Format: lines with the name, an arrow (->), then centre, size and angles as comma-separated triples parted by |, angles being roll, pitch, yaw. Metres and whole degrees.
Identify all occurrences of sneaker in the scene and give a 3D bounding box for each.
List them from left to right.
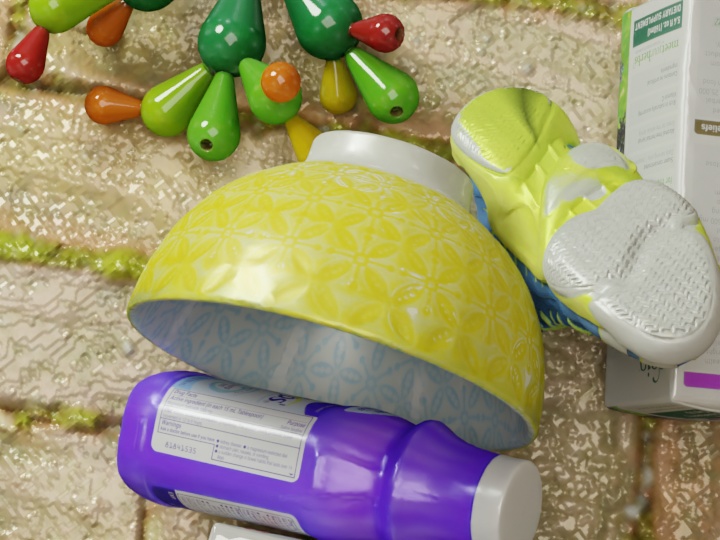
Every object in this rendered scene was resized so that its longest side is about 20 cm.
sneaker -> 0.110, 0.000, 1.180 | 0.075, 0.106, 0.200 | -21, 43, -12

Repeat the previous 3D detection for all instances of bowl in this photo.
bowl -> 0.000, 0.000, 1.164 | 0.199, 0.200, 0.108 | 16, 76, 2

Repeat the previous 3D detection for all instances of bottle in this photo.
bottle -> -0.014, 0.093, 1.171 | 0.199, 0.083, 0.066 | 10, 87, 29

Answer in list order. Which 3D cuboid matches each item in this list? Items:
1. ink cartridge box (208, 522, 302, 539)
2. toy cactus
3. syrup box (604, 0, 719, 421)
ink cartridge box -> 0.020, 0.179, 1.163 | 0.198, 0.145, 0.085 | 13, 83, 2
toy cactus -> -0.063, -0.137, 1.237 | 0.198, 0.102, 0.166 | 10, 73, 10
syrup box -> 0.172, -0.030, 1.212 | 0.081, 0.079, 0.202 | 7, 83, -17
